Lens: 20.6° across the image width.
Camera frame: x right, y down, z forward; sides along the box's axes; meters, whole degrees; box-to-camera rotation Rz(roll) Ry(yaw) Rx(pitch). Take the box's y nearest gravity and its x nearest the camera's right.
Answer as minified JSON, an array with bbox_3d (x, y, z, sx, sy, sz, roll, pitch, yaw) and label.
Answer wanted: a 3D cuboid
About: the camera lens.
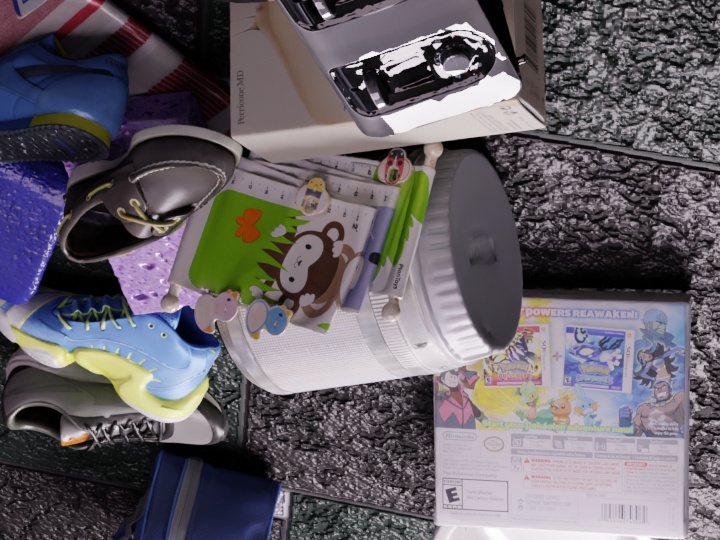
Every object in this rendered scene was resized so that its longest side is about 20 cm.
[{"bbox_3d":[0.000,0.000,1.429,0.198,0.161,0.161,-9,135,24],"label":"camera lens"}]

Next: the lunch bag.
[{"bbox_3d":[-0.160,0.261,1.787,0.131,0.137,0.201,17,141,-4],"label":"lunch bag"}]

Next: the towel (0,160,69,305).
[{"bbox_3d":[-0.321,-0.065,1.520,0.198,0.050,0.148,24,130,-9],"label":"towel"}]

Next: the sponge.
[{"bbox_3d":[-0.149,-0.047,1.486,0.110,0.030,0.201,-5,137,15],"label":"sponge"}]

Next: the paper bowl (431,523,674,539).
[{"bbox_3d":[0.164,0.206,1.661,0.198,0.105,0.202,8,140,7],"label":"paper bowl"}]

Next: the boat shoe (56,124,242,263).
[{"bbox_3d":[-0.147,-0.049,1.371,0.071,0.061,0.201,26,156,-27],"label":"boat shoe"}]

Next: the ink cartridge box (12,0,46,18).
[{"bbox_3d":[-0.155,-0.277,1.148,0.199,0.201,0.040,-29,164,38],"label":"ink cartridge box"}]

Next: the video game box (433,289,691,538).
[{"bbox_3d":[0.154,0.107,1.523,0.198,0.047,0.184,2,102,13],"label":"video game box"}]

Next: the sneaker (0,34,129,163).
[{"bbox_3d":[-0.246,-0.123,1.406,0.198,0.079,0.066,2,158,31],"label":"sneaker"}]

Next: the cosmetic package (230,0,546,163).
[{"bbox_3d":[0.017,-0.138,1.299,0.198,0.105,0.073,-7,167,20],"label":"cosmetic package"}]

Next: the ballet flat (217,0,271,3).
[{"bbox_3d":[-0.123,-0.220,1.279,0.198,0.067,0.057,17,176,-1],"label":"ballet flat"}]

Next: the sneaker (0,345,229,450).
[{"bbox_3d":[-0.211,0.124,1.690,0.198,0.080,0.074,10,138,1],"label":"sneaker"}]

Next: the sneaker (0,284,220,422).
[{"bbox_3d":[-0.200,0.038,1.610,0.199,0.076,0.105,30,119,-18],"label":"sneaker"}]

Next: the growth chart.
[{"bbox_3d":[-0.043,-0.022,1.355,0.198,0.146,0.018,4,167,29],"label":"growth chart"}]

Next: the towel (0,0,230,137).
[{"bbox_3d":[-0.193,-0.137,1.433,0.199,0.023,0.144,36,132,-27],"label":"towel"}]

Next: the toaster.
[{"bbox_3d":[0.006,-0.207,1.168,0.118,0.201,0.181,-20,141,13],"label":"toaster"}]
